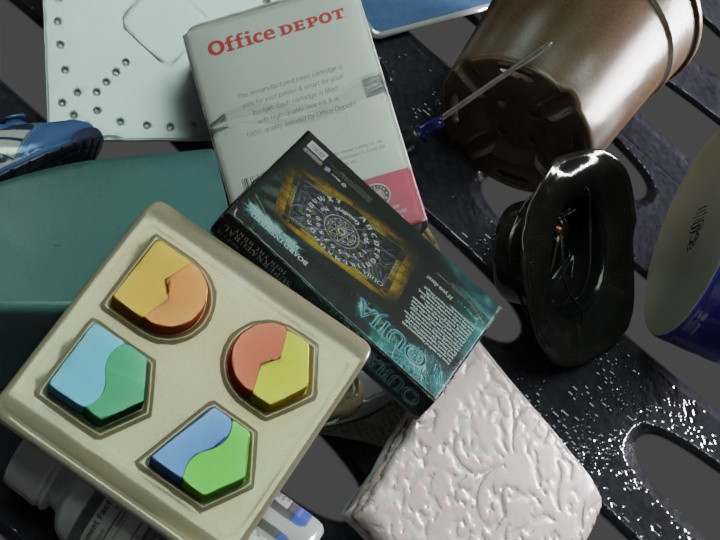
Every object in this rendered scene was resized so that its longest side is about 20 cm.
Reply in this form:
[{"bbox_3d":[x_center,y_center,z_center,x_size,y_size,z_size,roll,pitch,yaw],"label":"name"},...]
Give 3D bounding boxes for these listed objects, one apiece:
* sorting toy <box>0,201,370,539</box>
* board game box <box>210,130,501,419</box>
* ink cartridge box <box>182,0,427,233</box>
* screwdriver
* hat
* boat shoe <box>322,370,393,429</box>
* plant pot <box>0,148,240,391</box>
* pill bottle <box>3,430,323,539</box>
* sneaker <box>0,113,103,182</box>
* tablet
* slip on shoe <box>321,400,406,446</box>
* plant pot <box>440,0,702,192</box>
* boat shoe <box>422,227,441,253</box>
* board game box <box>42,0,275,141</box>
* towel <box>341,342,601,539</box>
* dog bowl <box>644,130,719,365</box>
[{"bbox_3d":[-0.113,0.068,1.128,0.184,0.037,0.200,34,61,2],"label":"sorting toy"},{"bbox_3d":[0.000,0.000,1.244,0.200,0.028,0.135,43,39,0],"label":"board game box"},{"bbox_3d":[-0.044,-0.108,1.362,0.145,0.083,0.202,-16,83,-2],"label":"ink cartridge box"},{"bbox_3d":[0.084,-0.136,1.464,0.029,0.199,0.028,59,22,-7],"label":"screwdriver"},{"bbox_3d":[0.161,-0.011,1.461,0.200,0.080,0.202,-4,95,-54],"label":"hat"},{"bbox_3d":[-0.029,0.081,1.236,0.199,0.068,0.075,-22,87,-22],"label":"boat shoe"},{"bbox_3d":[-0.202,0.011,1.239,0.198,0.142,0.142,-2,55,-21],"label":"plant pot"},{"bbox_3d":[-0.135,0.162,1.163,0.199,0.114,0.114,35,47,3],"label":"pill bottle"},{"bbox_3d":[-0.289,-0.087,1.312,0.199,0.074,0.082,-20,63,-37],"label":"sneaker"},{"bbox_3d":[0.053,-0.293,1.682,0.199,0.014,0.131,-20,66,-35],"label":"tablet"},{"bbox_3d":[-0.016,0.086,1.320,0.199,0.074,0.061,19,26,-11],"label":"slip on shoe"},{"bbox_3d":[0.179,-0.189,1.554,0.200,0.201,0.199,35,55,3],"label":"plant pot"},{"bbox_3d":[-0.002,-0.071,1.448,0.064,0.071,0.201,-20,75,-41],"label":"boat shoe"},{"bbox_3d":[-0.164,-0.202,1.423,0.198,0.026,0.202,-1,79,-14],"label":"board game box"},{"bbox_3d":[0.089,0.177,1.273,0.191,0.032,0.200,50,48,-17],"label":"towel"},{"bbox_3d":[0.322,-0.022,1.475,0.078,0.201,0.201,20,48,-7],"label":"dog bowl"}]
